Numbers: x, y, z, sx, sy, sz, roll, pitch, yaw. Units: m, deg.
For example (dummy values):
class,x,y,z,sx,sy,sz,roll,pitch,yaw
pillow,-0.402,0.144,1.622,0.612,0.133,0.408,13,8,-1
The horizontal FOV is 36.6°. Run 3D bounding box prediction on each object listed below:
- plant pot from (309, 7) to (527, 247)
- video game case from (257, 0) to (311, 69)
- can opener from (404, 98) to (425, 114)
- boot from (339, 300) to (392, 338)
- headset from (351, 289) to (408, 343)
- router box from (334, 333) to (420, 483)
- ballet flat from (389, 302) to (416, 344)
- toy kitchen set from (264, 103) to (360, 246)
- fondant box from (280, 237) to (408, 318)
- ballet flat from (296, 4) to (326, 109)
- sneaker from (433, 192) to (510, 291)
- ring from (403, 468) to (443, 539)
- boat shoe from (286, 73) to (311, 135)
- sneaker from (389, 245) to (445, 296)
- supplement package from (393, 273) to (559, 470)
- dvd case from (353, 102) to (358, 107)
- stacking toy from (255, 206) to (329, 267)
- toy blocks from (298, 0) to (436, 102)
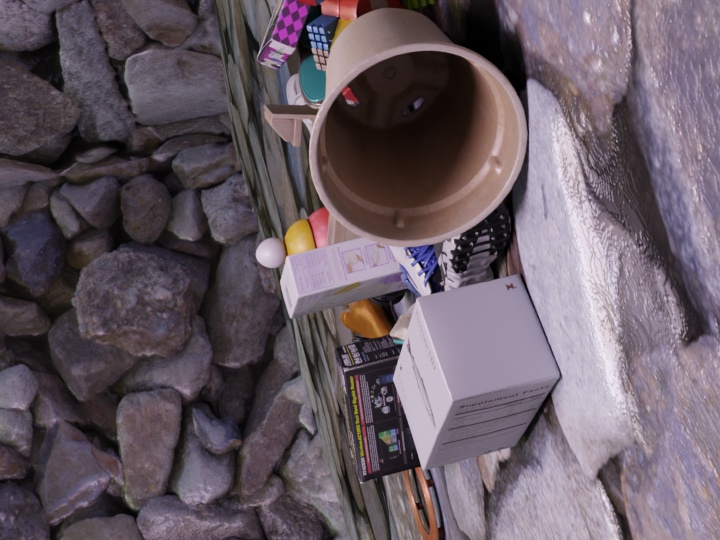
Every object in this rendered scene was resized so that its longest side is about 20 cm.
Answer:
class,x,y,z,sx,sy,sz,roll,pitch,yaw
plant pot,0.040,-0.157,1.045,0.184,0.198,0.202,-104,6,-55
video game case,-0.069,-0.350,1.305,0.181,0.035,0.202,-168,99,-79
can opener,0.051,-0.212,1.273,0.066,0.052,0.203,138,118,-78
boot,0.024,0.107,1.833,0.145,0.070,0.202,57,174,27
headset,0.027,0.014,1.594,0.124,0.093,0.203,115,151,-75
router box,0.052,0.185,1.512,0.062,0.148,0.202,-118,18,-58
ballet flat,0.077,0.067,1.332,0.200,0.067,0.063,36,-120,-76
toy kitchen set,-0.056,-0.138,1.552,0.200,0.161,0.183,-125,38,-66
fondant box,0.000,0.000,1.414,0.144,0.198,0.059,119,135,-76
ballet flat,-0.044,-0.262,1.380,0.067,0.067,0.202,53,-158,-48
sneaker,0.108,-0.037,1.138,0.201,0.066,0.091,90,162,-61
ring,0.106,0.385,1.861,0.200,0.019,0.203,166,90,-81
boat shoe,-0.078,-0.284,1.864,0.087,0.074,0.203,89,162,-54
sneaker,0.074,-0.030,1.269,0.200,0.080,0.115,56,172,-33
supplement package,0.113,0.110,1.134,0.201,0.116,0.118,101,155,-60
dvd case,-0.011,-0.284,1.360,0.150,0.024,0.202,-114,10,-77
stacking toy,-0.075,-0.042,1.792,0.146,0.197,0.148,166,90,-81
toy blocks,0.003,-0.259,1.153,0.099,0.137,0.202,20,140,38
